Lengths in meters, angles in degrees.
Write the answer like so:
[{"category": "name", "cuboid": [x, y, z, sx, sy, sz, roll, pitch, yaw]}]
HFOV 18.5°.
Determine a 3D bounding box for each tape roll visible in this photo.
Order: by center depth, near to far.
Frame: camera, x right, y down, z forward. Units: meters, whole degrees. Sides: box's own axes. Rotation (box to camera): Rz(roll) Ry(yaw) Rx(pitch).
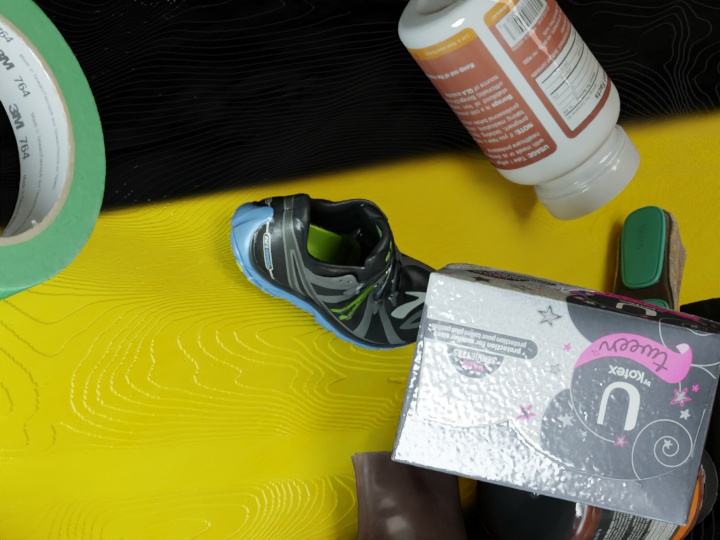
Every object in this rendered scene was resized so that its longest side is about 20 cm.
[{"category": "tape roll", "cuboid": [-0.236, -0.080, 1.272, 0.200, 0.048, 0.202, 23, 58, -44]}]

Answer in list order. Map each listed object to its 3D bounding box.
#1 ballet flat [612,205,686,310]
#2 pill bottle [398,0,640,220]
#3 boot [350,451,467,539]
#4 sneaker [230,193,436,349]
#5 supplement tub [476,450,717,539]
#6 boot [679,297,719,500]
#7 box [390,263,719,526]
[{"category": "ballet flat", "cuboid": [0.232, 0.038, 1.768, 0.067, 0.068, 0.201, 59, 38, -39]}, {"category": "pill bottle", "cuboid": [0.125, -0.139, 1.675, 0.200, 0.112, 0.113, 52, 42, -23]}, {"category": "boot", "cuboid": [0.070, 0.214, 1.492, 0.199, 0.072, 0.168, 18, 64, -41]}, {"category": "sneaker", "cuboid": [0.000, 0.000, 1.490, 0.199, 0.082, 0.071, 27, 55, -44]}, {"category": "supplement tub", "cuboid": [0.181, 0.159, 1.622, 0.199, 0.106, 0.108, 3, 72, -50]}, {"category": "boot", "cuboid": [0.333, 0.110, 1.849, 0.200, 0.076, 0.170, 4, 78, -56]}, {"category": "box", "cuboid": [0.134, 0.078, 1.460, 0.115, 0.198, 0.133, -25, 127, -82]}]
